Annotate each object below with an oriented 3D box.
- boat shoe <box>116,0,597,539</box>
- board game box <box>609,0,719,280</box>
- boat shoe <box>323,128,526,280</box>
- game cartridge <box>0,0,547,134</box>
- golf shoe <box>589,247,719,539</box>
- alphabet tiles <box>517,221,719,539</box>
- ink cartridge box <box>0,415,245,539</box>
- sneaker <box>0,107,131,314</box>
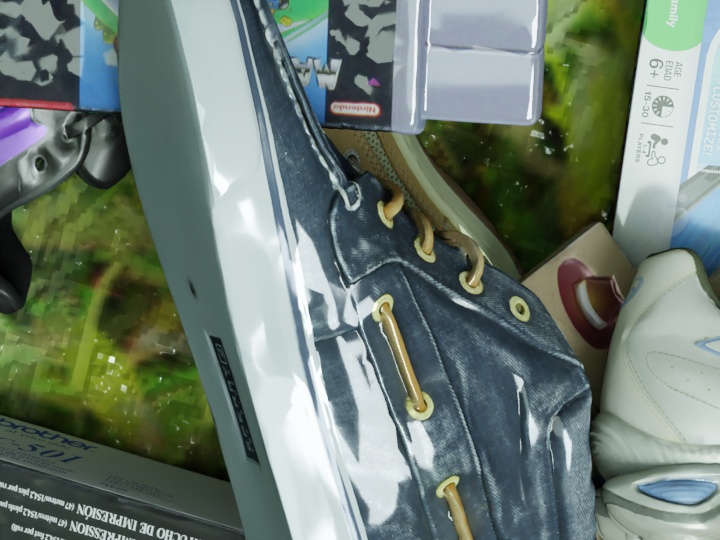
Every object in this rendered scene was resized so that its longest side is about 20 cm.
[{"bbox_3d":[0.000,0.000,0.767,0.090,0.071,0.201,-19,107,-18],"label":"boat shoe"},{"bbox_3d":[0.137,0.016,0.862,0.134,0.034,0.201,8,103,4],"label":"board game box"},{"bbox_3d":[-0.008,-0.005,0.842,0.071,0.076,0.201,-27,93,36],"label":"boat shoe"},{"bbox_3d":[-0.047,-0.104,0.777,0.199,0.038,0.131,4,102,6],"label":"game cartridge"},{"bbox_3d":[0.162,0.040,0.808,0.199,0.078,0.098,6,79,-13],"label":"golf shoe"},{"bbox_3d":[0.085,0.096,0.827,0.167,0.008,0.200,-37,97,-12],"label":"alphabet tiles"},{"bbox_3d":[-0.039,0.116,0.876,0.199,0.044,0.095,15,103,13],"label":"ink cartridge box"},{"bbox_3d":[-0.098,-0.075,0.849,0.099,0.070,0.201,22,112,0],"label":"sneaker"}]
